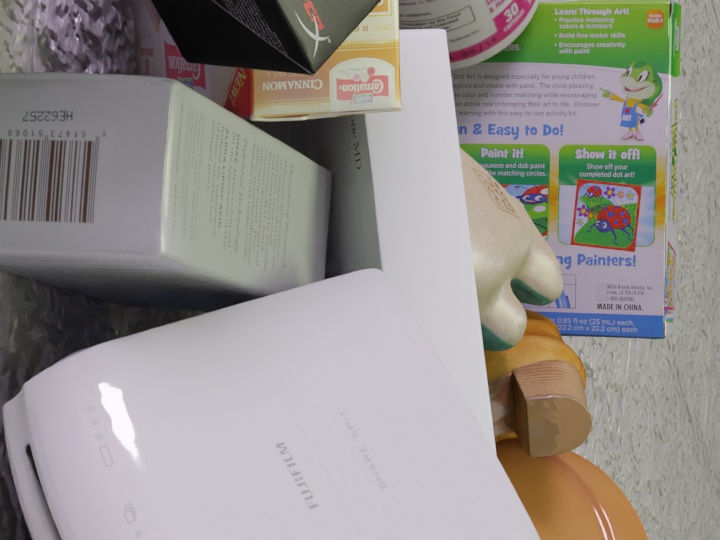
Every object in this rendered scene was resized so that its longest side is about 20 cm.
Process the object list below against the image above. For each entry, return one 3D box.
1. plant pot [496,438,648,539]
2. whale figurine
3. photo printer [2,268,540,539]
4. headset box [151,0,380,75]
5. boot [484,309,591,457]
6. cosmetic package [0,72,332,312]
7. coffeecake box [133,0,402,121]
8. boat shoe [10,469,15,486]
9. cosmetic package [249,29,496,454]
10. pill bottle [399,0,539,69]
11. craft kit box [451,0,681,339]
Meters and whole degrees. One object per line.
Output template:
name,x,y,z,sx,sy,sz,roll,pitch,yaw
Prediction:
plant pot,0.048,0.181,1.285,0.140,0.200,0.200,25,66,-52
whale figurine,0.032,-0.012,1.235,0.200,0.104,0.159,13,41,-59
photo printer,-0.037,0.092,0.895,0.200,0.069,0.167,-15,70,-44
headset box,-0.014,-0.193,0.847,0.200,0.075,0.149,-50,129,-27
boot,0.024,0.062,1.251,0.144,0.201,0.071,-113,-157,-71
cosmetic package,-0.088,-0.027,0.945,0.200,0.101,0.074,21,72,-73
coffeecake box,-0.046,-0.170,0.989,0.153,0.073,0.200,-164,-110,-65
boat shoe,-0.069,0.121,0.981,0.200,0.071,0.065,54,25,-24
cosmetic package,0.000,0.000,1.066,0.151,0.052,0.200,164,-79,-68
pill bottle,0.027,-0.210,1.251,0.200,0.113,0.114,61,34,-54
craft kit box,0.088,-0.061,1.351,0.049,0.200,0.198,-16,108,-72
